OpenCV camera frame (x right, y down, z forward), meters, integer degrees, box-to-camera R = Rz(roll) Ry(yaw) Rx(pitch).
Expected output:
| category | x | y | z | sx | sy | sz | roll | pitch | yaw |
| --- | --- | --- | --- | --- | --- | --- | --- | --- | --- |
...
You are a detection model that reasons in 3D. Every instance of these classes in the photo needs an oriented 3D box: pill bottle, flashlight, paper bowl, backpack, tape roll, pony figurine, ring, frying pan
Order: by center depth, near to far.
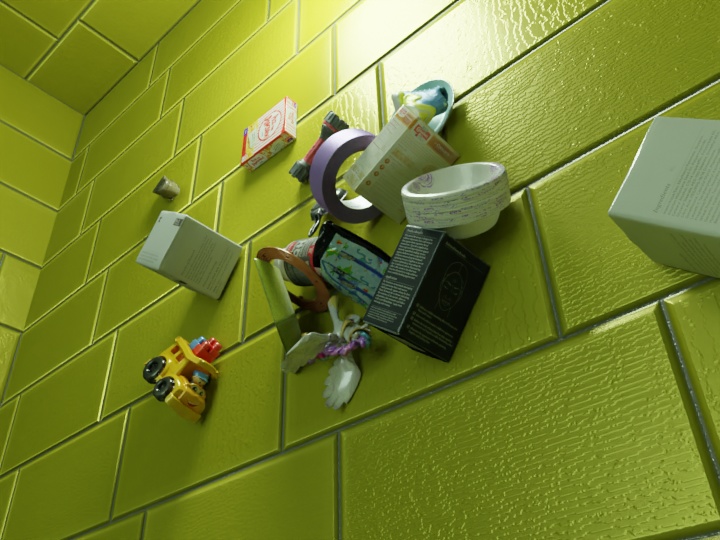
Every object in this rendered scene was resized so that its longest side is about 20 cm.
| category | x | y | z | sx | sy | sz | roll | pitch | yaw |
| --- | --- | --- | --- | --- | --- | --- | --- | --- | --- |
| paper bowl | 0.182 | -0.126 | 1.330 | 0.200 | 0.105 | 0.201 | -12 | 21 | 5 |
| backpack | 0.000 | 0.000 | 1.430 | 0.163 | 0.199 | 0.154 | 104 | -177 | -82 |
| pony figurine | -0.059 | 0.154 | 1.436 | 0.193 | 0.166 | 0.200 | -51 | 22 | -3 |
| tape roll | -0.010 | -0.208 | 1.564 | 0.200 | 0.200 | 0.066 | -56 | 38 | 3 |
| ring | -0.147 | 0.017 | 1.574 | 0.200 | 0.201 | 0.019 | -1 | 42 | 47 |
| pill bottle | -0.112 | -0.019 | 1.617 | 0.200 | 0.111 | 0.111 | -6 | 61 | 51 |
| frying pan | -0.101 | -0.139 | 1.702 | 0.190 | 0.031 | 0.115 | -49 | 18 | -31 |
| flashlight | -0.114 | -0.324 | 1.866 | 0.200 | 0.068 | 0.068 | -51 | 33 | 7 |

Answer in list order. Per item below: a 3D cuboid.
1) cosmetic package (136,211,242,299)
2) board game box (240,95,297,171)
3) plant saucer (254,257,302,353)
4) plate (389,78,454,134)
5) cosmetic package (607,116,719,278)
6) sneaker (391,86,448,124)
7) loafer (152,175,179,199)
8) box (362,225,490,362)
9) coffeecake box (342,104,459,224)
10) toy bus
| category | x | y | z | sx | sy | sz | roll | pitch | yaw |
| --- | --- | --- | --- | --- | --- | --- | --- | --- | --- |
| cosmetic package | -0.472 | -0.044 | 1.951 | 0.165 | 0.200 | 0.166 | 11 | 74 | 51 |
| board game box | -0.274 | -0.408 | 2.117 | 0.200 | 0.046 | 0.152 | -29 | 46 | 32 |
| plant saucer | -0.170 | 0.095 | 1.564 | 0.048 | 0.200 | 0.200 | -19 | 50 | -7 |
| plate | 0.143 | -0.353 | 1.638 | 0.200 | 0.026 | 0.201 | -27 | 47 | 33 |
| cosmetic package | 0.488 | -0.093 | 0.965 | 0.200 | 0.165 | 0.165 | 23 | 83 | 51 |
| sneaker | 0.141 | -0.374 | 1.594 | 0.105 | 0.076 | 0.200 | -24 | 30 | -4 |
| loafer | -0.675 | -0.282 | 2.463 | 0.076 | 0.067 | 0.200 | -55 | 22 | -1 |
| box | 0.122 | 0.042 | 1.290 | 0.107 | 0.148 | 0.201 | 16 | 77 | 51 |
| coffeecake box | 0.087 | -0.223 | 1.504 | 0.200 | 0.153 | 0.073 | -48 | 39 | 12 |
| toy bus | -0.425 | 0.257 | 1.783 | 0.192 | 0.136 | 0.200 | -43 | 40 | -6 |
